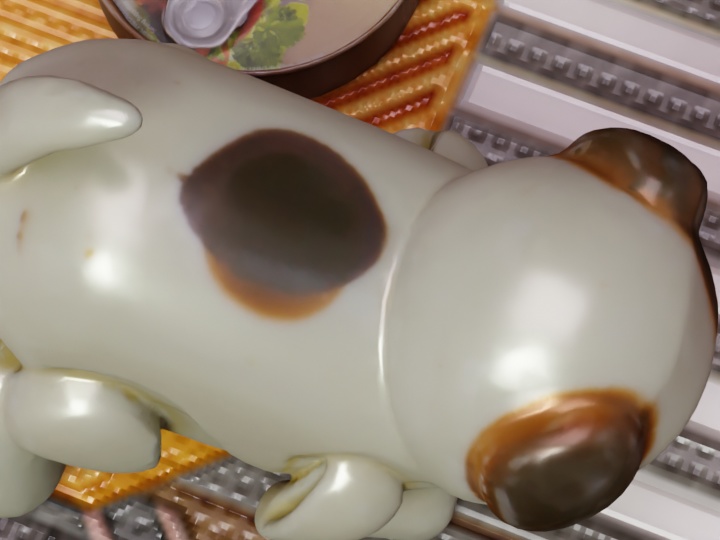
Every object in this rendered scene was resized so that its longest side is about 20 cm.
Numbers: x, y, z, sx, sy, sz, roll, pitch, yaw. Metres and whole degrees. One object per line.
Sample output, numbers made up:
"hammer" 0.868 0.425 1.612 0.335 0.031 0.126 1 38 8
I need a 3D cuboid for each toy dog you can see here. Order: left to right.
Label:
"toy dog" 0.000 0.000 0.810 0.200 0.194 0.140 13 58 13

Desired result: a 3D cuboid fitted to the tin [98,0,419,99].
"tin" -0.013 -0.144 0.939 0.112 0.042 0.200 22 72 13
